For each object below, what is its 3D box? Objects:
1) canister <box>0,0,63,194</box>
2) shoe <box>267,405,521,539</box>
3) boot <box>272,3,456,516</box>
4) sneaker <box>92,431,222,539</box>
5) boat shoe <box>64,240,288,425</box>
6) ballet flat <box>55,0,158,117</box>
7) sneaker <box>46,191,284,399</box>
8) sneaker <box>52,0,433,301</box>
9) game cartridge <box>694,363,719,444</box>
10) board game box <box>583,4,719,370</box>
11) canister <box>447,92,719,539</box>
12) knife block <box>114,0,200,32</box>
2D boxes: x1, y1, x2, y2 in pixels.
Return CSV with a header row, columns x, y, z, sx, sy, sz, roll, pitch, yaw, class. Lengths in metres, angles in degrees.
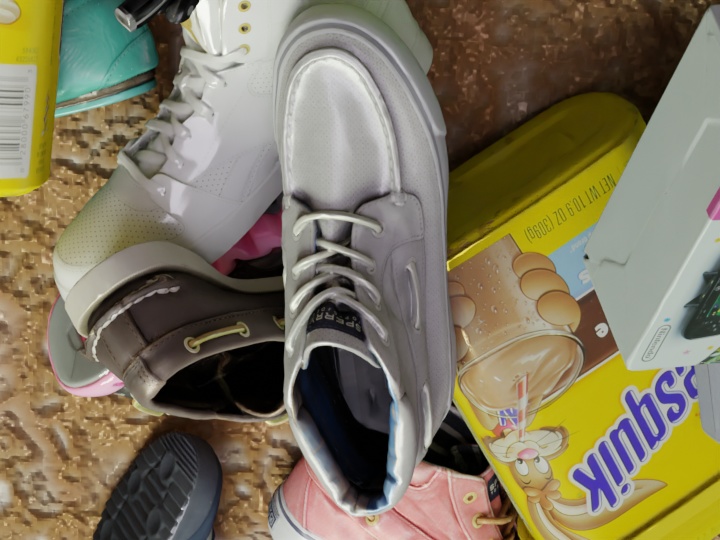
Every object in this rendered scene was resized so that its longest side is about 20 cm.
x,y,z,sx,sy,sz,roll,pitch,yaw,class
-0.186,-0.139,0.789,0.147,0.087,0.202,7,100,-1,canister
0.058,0.135,1.002,0.199,0.072,0.091,27,120,-12,shoe
0.000,0.000,0.802,0.073,0.096,0.201,-6,117,15,boot
-0.100,0.169,1.030,0.081,0.070,0.201,9,121,-30,sneaker
-0.049,0.038,0.863,0.072,0.060,0.200,-40,155,16,boat shoe
-0.189,-0.084,0.882,0.198,0.067,0.071,-20,100,7,ballet flat
-0.052,-0.002,0.933,0.199,0.079,0.095,-37,139,16,sneaker
-0.071,-0.078,0.842,0.200,0.074,0.116,-41,135,-8,sneaker
0.243,0.008,0.908,0.198,0.041,0.134,-16,112,-18,game cartridge
0.208,-0.033,0.789,0.198,0.065,0.148,-4,144,-20,board game box
0.108,0.036,0.928,0.148,0.087,0.201,-33,115,-4,canister
-0.057,-0.191,0.734,0.064,0.175,0.201,25,105,19,knife block
